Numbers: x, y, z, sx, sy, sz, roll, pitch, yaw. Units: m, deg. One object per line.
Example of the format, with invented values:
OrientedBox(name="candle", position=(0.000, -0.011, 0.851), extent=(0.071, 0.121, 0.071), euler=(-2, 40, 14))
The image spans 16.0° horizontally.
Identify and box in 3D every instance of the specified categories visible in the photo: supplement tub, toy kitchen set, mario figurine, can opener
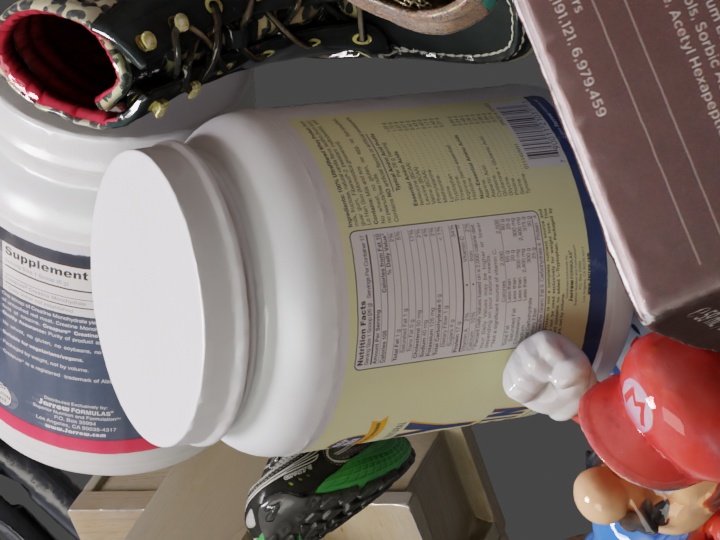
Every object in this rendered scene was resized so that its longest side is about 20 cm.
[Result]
OrientedBox(name="supplement tub", position=(-0.116, -0.017, 1.199), extent=(0.140, 0.140, 0.201), euler=(18, 130, 14))
OrientedBox(name="toy kitchen set", position=(-0.039, 0.187, 1.299), extent=(0.199, 0.163, 0.181), euler=(-3, 123, 29))
OrientedBox(name="mario figurine", position=(0.108, 0.100, 1.041), extent=(0.123, 0.106, 0.200), euler=(13, 144, 8))
OrientedBox(name="supplement tub", position=(0.000, 0.000, 1.083), extent=(0.145, 0.199, 0.146), euler=(27, 120, 60))
OrientedBox(name="can opener", position=(-0.178, 0.132, 1.410), extent=(0.200, 0.079, 0.063), euler=(40, 94, -10))

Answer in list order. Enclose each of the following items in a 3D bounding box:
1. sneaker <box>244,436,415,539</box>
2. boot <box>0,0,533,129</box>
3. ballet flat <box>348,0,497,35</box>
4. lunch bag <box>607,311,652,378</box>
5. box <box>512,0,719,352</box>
OrientedBox(name="sneaker", position=(-0.024, 0.065, 1.177), extent=(0.078, 0.200, 0.085), euler=(-37, 101, 20))
OrientedBox(name="boot", position=(-0.038, -0.101, 1.068), extent=(0.203, 0.154, 0.074), euler=(17, 128, 30))
OrientedBox(name="ballet flat", position=(-0.034, -0.150, 0.990), extent=(0.199, 0.067, 0.068), euler=(22, 98, -5))
OrientedBox(name="lunch bag", position=(0.194, 0.047, 1.134), extent=(0.160, 0.076, 0.200), euler=(-18, 115, 39))
OrientedBox(name="box", position=(0.174, -0.086, 0.904), extent=(0.199, 0.166, 0.165), euler=(-23, 78, 15))
